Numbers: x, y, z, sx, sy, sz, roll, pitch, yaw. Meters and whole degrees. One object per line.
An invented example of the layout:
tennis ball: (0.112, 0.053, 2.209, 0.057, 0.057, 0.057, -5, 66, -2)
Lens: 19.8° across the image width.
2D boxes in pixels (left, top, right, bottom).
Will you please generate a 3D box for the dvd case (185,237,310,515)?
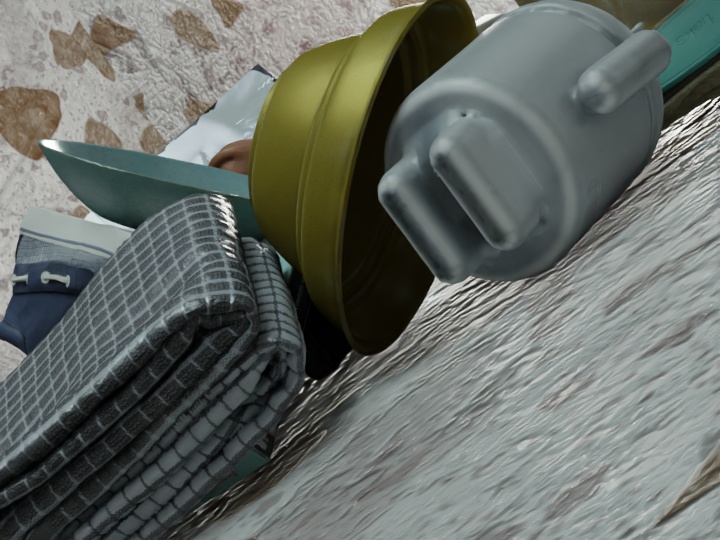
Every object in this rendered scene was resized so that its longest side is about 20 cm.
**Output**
dvd case: (-0.087, 0.064, 1.154, 0.146, 0.022, 0.201, -34, 27, 32)

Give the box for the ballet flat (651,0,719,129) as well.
ballet flat: (0.158, -0.093, 1.179, 0.199, 0.068, 0.062, -30, -30, 26)

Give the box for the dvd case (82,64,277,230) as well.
dvd case: (-0.113, -0.062, 1.601, 0.200, 0.016, 0.149, -43, 47, -7)

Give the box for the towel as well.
towel: (-0.125, 0.062, 1.081, 0.200, 0.086, 0.166, -43, 22, 7)

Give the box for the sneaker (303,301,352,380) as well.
sneaker: (0.002, 0.002, 1.258, 0.104, 0.060, 0.200, -40, 2, 8)

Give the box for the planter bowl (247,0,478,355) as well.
planter bowl: (-0.007, -0.061, 1.127, 0.083, 0.202, 0.200, 15, 30, 20)

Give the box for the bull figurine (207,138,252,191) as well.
bull figurine: (-0.007, -0.050, 1.414, 0.122, 0.198, 0.066, 98, 175, -48)

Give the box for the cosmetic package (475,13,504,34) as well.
cosmetic package: (0.039, -0.098, 1.515, 0.199, 0.107, 0.090, -30, 7, 2)

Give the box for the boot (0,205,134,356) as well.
boot: (-0.149, 0.020, 1.237, 0.199, 0.072, 0.091, 13, 89, 54)

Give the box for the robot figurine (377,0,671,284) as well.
robot figurine: (0.087, -0.070, 1.073, 0.169, 0.113, 0.200, -28, 10, 41)

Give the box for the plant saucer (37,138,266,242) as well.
plant saucer: (-0.104, -0.042, 1.269, 0.201, 0.199, 0.039, -99, 21, -83)

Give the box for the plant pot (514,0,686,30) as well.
plant pot: (0.170, -0.248, 1.226, 0.176, 0.201, 0.200, -30, 24, -16)
